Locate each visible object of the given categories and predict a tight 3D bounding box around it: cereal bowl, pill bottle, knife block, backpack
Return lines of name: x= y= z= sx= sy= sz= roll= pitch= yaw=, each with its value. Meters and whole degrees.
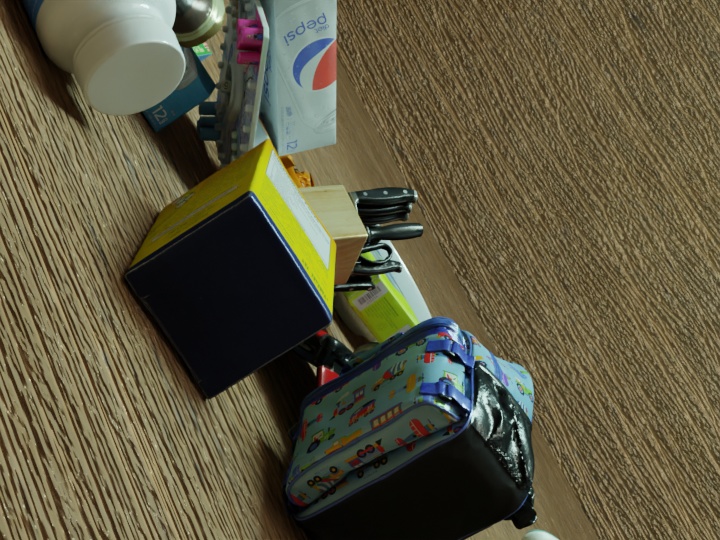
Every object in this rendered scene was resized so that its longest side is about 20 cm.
cereal bowl: x=0.008 y=0.016 z=1.645 sx=0.201 sy=0.083 sz=0.200 roll=57 pitch=8 yaw=-12
pill bottle: x=-0.210 y=-0.224 z=1.076 sx=0.202 sy=0.111 sz=0.112 roll=63 pitch=9 yaw=26
knife block: x=-0.036 y=-0.039 z=1.242 sx=0.064 sy=0.174 sz=0.200 roll=62 pitch=9 yaw=32
backpack: x=0.041 y=0.117 z=1.039 sx=0.135 sy=0.181 sz=0.201 roll=51 pitch=25 yaw=-20

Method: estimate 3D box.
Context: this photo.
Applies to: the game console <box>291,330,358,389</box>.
game console: x=-0.037 y=0.126 z=1.202 sx=0.171 sy=0.120 sz=0.200 roll=28 pitch=-9 yaw=29

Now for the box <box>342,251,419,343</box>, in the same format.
box: x=0.000 y=0.000 z=1.442 sx=0.122 sy=0.047 sz=0.201 roll=52 pitch=5 yaw=-39

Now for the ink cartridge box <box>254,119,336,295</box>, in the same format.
ink cartridge box: x=-0.093 y=-0.079 z=1.396 sx=0.201 sy=0.050 sz=0.162 roll=60 pitch=-6 yaw=33

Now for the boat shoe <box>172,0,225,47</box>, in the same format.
boat shoe: x=-0.171 y=-0.289 z=1.237 sx=0.201 sy=0.073 sz=0.065 roll=64 pitch=5 yaw=35

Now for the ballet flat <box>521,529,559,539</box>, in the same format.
ballet flat: x=0.282 y=0.440 z=1.896 sx=0.201 sy=0.069 sz=0.070 roll=56 pitch=8 yaw=-29

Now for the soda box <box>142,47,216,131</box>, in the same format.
soda box: x=-0.213 y=-0.232 z=1.259 sx=0.201 sy=0.064 sz=0.068 roll=57 pitch=8 yaw=-13

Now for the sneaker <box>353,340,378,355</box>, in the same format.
sneaker: x=0.047 y=0.159 z=1.426 sx=0.201 sy=0.074 sz=0.082 roll=54 pitch=8 yaw=18

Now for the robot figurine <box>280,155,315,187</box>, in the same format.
robot figurine: x=-0.098 y=-0.137 z=1.635 sx=0.146 sy=0.058 sz=0.201 roll=55 pitch=10 yaw=-34

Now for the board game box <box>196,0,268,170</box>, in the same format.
board game box: x=-0.126 y=-0.177 z=1.318 sx=0.201 sy=0.025 sz=0.202 roll=-110 pitch=-153 yaw=-55

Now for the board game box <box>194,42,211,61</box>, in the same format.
board game box: x=-0.238 y=-0.310 z=1.489 sx=0.201 sy=0.036 sz=0.151 roll=57 pitch=9 yaw=-7

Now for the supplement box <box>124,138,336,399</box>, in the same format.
supplement box: x=-0.091 y=-0.007 z=1.034 sx=0.110 sy=0.109 sz=0.200 roll=57 pitch=9 yaw=-13

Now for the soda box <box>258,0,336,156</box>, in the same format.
soda box: x=-0.062 y=-0.211 z=1.313 sx=0.202 sy=0.063 sz=0.069 roll=91 pitch=-22 yaw=-43
